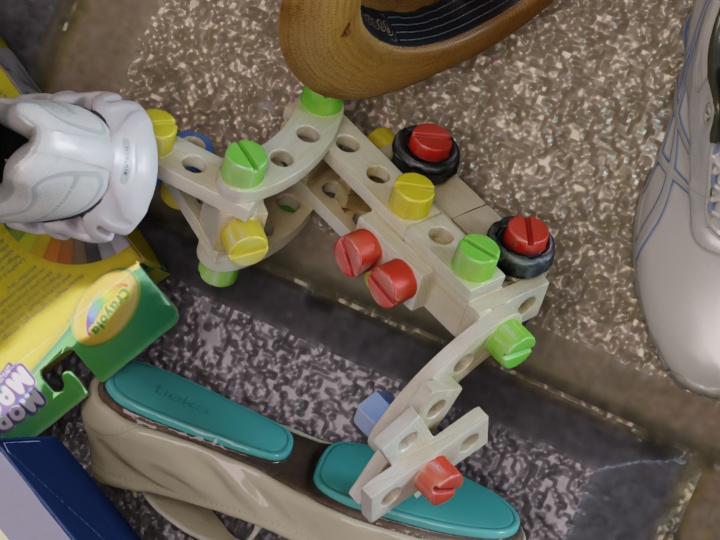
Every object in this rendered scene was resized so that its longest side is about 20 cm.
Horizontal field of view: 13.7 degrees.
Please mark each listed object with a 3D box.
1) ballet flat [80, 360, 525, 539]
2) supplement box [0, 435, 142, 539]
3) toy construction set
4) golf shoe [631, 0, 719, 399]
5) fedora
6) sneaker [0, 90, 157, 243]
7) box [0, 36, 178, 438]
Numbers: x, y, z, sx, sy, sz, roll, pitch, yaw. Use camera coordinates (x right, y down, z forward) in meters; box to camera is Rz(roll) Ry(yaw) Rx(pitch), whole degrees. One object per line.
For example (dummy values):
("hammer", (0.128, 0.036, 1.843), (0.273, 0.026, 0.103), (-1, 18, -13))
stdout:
("ballet flat", (-0.028, 0.099, 1.279), (0.200, 0.069, 0.070), (22, 93, 11))
("supplement box", (-0.145, 0.203, 1.171), (0.200, 0.134, 0.200), (-40, 84, 2))
("toy construction set", (0.000, 0.000, 1.237), (0.131, 0.092, 0.200), (-23, 71, -36))
("golf shoe", (0.152, -0.045, 1.229), (0.078, 0.097, 0.200), (6, 92, 7))
("fedora", (0.031, -0.157, 1.207), (0.201, 0.201, 0.082), (-41, 69, 6))
("sneaker", (-0.183, -0.044, 1.224), (0.200, 0.081, 0.075), (-7, 83, 30))
("box", (-0.171, -0.023, 1.295), (0.117, 0.048, 0.200), (-38, 75, 7))
